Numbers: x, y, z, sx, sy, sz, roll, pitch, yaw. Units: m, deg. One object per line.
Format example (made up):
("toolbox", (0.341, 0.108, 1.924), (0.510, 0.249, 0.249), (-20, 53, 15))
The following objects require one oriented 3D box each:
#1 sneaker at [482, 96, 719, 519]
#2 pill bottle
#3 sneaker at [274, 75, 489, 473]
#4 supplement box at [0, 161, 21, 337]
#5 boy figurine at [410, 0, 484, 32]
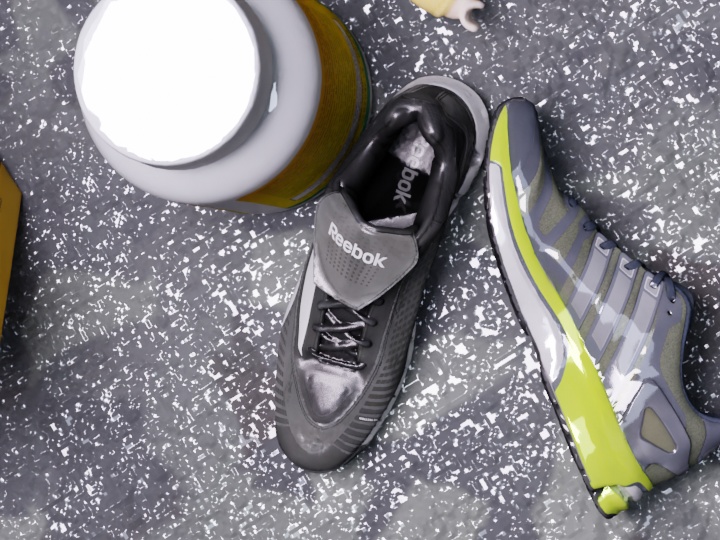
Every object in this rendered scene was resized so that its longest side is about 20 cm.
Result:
("sneaker", (0.112, 0.010, 1.416), (0.081, 0.074, 0.201), (-21, 91, 1))
("pill bottle", (-0.065, -0.085, 1.378), (0.112, 0.200, 0.114), (0, 89, 11))
("sneaker", (0.000, 0.000, 1.420), (0.066, 0.090, 0.201), (22, 93, 11))
("supplement box", (-0.268, -0.047, 1.386), (0.132, 0.197, 0.201), (-28, 113, 9))
("boy figurine", (0.045, -0.176, 1.428), (0.199, 0.064, 0.125), (5, 91, 12))
